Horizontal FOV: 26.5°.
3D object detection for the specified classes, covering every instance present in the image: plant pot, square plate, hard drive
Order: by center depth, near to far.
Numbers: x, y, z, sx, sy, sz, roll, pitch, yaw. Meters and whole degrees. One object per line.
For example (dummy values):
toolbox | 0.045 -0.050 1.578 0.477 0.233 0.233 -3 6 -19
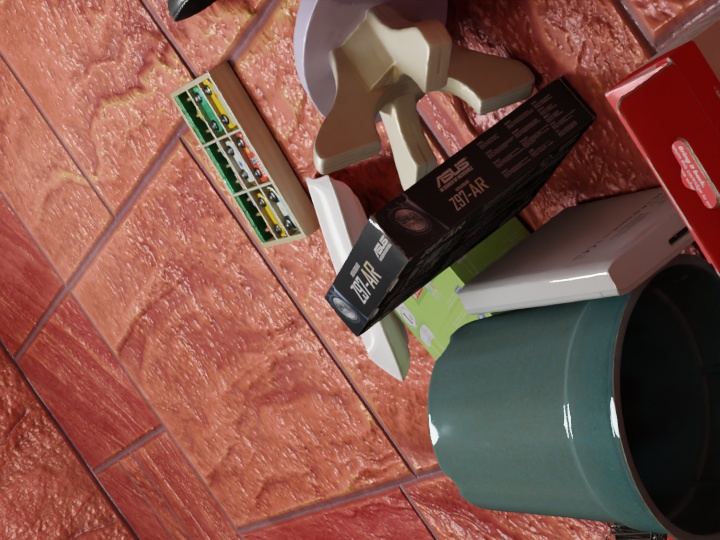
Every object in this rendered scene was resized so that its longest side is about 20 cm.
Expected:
hard drive | 0.170 -0.017 1.110 0.027 0.132 0.200 59 155 -10
plant pot | 0.167 0.101 1.124 0.195 0.200 0.201 -10 114 45
square plate | 0.000 0.000 1.483 0.198 0.028 0.202 -158 48 -82

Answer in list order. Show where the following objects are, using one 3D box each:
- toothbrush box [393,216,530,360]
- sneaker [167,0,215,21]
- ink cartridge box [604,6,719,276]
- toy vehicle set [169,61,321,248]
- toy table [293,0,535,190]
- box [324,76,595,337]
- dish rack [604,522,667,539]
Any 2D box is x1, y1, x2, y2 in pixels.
toothbrush box | 0.130 0.054 1.330 0.200 0.086 0.146 50 156 12
sneaker | -0.146 -0.309 1.394 0.089 0.074 0.200 51 146 9
ink cartridge box | 0.219 -0.088 0.846 0.117 0.199 0.067 57 155 -5
toy vehicle set | -0.123 -0.121 1.642 0.201 0.026 0.124 59 156 -9
toy table | 0.027 -0.151 1.169 0.118 0.183 0.200 59 173 30
box | 0.073 -0.045 1.168 0.044 0.200 0.160 49 156 9
dish rack | 0.232 0.245 1.287 0.054 0.201 0.154 0 131 15
